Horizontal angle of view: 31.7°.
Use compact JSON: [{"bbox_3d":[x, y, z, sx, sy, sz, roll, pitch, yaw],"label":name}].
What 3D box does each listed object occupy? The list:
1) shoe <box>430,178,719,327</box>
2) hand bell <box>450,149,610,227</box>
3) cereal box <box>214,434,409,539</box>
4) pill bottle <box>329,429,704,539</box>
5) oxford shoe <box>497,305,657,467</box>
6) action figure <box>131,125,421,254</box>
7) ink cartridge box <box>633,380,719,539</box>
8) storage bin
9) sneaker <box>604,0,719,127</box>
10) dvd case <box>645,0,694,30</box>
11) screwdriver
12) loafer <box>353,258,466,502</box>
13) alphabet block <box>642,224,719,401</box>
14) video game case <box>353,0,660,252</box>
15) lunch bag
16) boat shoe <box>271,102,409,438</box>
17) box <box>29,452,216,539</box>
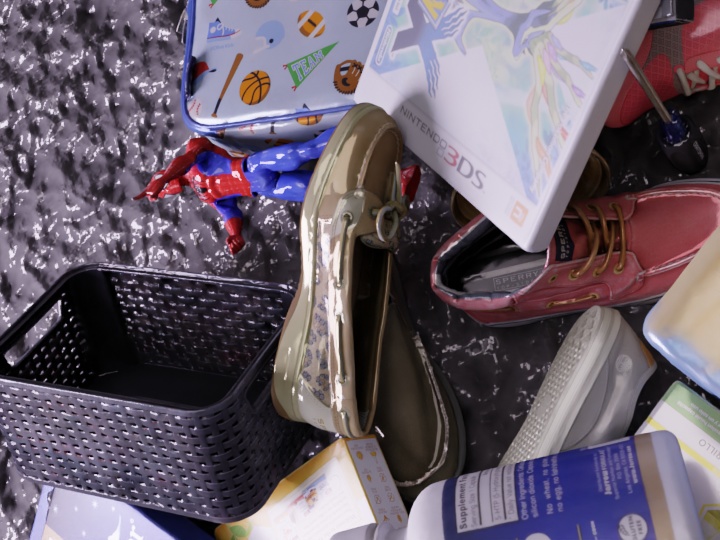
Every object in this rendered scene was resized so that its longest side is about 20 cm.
[{"bbox_3d":[0.142,-0.012,0.780,0.198,0.091,0.072,-17,76,21],"label":"shoe"},{"bbox_3d":[0.094,-0.133,0.852,0.103,0.104,0.202,-21,57,18],"label":"hand bell"},{"bbox_3d":[-0.010,0.226,0.801,0.144,0.039,0.202,-38,65,34],"label":"cereal box"},{"bbox_3d":[0.087,0.166,0.684,0.197,0.120,0.121,-16,71,12],"label":"pill bottle"},{"bbox_3d":[0.122,0.120,0.778,0.057,0.075,0.202,28,92,-9],"label":"oxford shoe"},{"bbox_3d":[-0.069,-0.052,0.854,0.198,0.066,0.099,-2,36,28],"label":"action figure"},{"bbox_3d":[0.185,0.189,0.740,0.145,0.048,0.201,38,92,26],"label":"ink cartridge box"},{"bbox_3d":[-0.137,0.077,0.851,0.198,0.095,0.135,7,36,25],"label":"storage bin"},{"bbox_3d":[0.234,-0.146,0.785,0.199,0.074,0.087,-39,66,11],"label":"sneaker"},{"bbox_3d":[0.104,-0.207,0.734,0.199,0.025,0.153,2,94,49],"label":"dvd case"},{"bbox_3d":[0.176,-0.094,0.726,0.029,0.200,0.028,-33,67,10],"label":"screwdriver"},{"bbox_3d":[0.007,0.058,0.839,0.075,0.070,0.202,-29,67,15],"label":"loafer"},{"bbox_3d":[0.293,0.025,0.651,0.196,0.195,0.201,40,96,25],"label":"alphabet block"},{"bbox_3d":[0.082,-0.144,0.730,0.182,0.022,0.202,45,125,38],"label":"video game case"},{"bbox_3d":[-0.040,-0.168,0.915,0.197,0.075,0.163,-2,75,23],"label":"lunch bag"},{"bbox_3d":[0.000,0.000,0.779,0.062,0.073,0.203,15,97,30],"label":"boat shoe"},{"bbox_3d":[-0.168,0.208,0.881,0.199,0.032,0.123,29,110,30],"label":"box"}]
